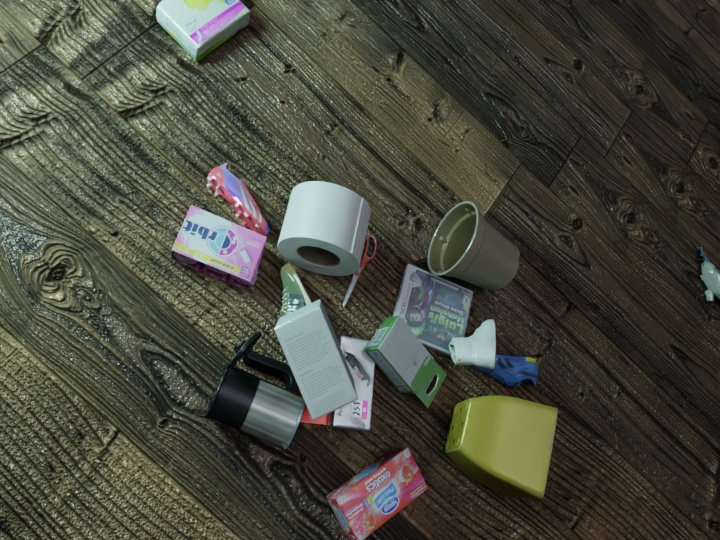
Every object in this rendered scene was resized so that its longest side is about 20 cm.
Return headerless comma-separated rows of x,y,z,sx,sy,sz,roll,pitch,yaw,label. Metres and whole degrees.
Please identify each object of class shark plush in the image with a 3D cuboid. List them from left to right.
1.110,0.023,1.777,0.082,0.091,0.203,0,51,-38,shark plush

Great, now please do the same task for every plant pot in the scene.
0.301,-0.043,1.440,0.180,0.199,0.205,27,66,-21,plant pot
0.310,0.391,1.302,0.195,0.195,0.200,21,68,-2,plant pot

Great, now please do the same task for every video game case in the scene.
0.183,0.103,1.432,0.195,0.023,0.186,22,68,-12,video game case

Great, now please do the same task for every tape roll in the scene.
-0.083,-0.093,1.303,0.197,0.203,0.143,17,67,-13,tape roll

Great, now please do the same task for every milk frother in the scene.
-0.199,0.246,1.160,0.184,0.200,0.184,24,63,-10,milk frother

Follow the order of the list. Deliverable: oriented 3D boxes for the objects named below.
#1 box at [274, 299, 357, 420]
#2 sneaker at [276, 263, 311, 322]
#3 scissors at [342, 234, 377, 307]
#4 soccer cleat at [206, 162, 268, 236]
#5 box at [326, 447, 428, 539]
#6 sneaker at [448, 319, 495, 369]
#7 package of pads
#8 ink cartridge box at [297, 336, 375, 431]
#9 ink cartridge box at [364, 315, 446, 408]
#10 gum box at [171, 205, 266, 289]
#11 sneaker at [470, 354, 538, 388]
-0.093,0.182,1.185,0.104,0.152,0.205,-23,94,-2,box
-0.157,0.089,1.293,0.088,0.067,0.204,-26,78,-15,sneaker
0.000,0.000,1.404,0.071,0.014,0.206,14,68,-17,scissors
-0.280,-0.170,1.336,0.200,0.067,0.077,44,61,1,soccer cleat
0.037,0.483,1.223,0.197,0.095,0.101,-27,84,-24,box
0.276,0.173,1.390,0.112,0.200,0.076,2,107,12,sneaker
-0.403,-0.655,1.438,0.154,0.068,0.201,43,65,-2,package of pads
-0.054,0.254,1.292,0.169,0.044,0.206,11,70,-17,ink cartridge box
0.109,0.218,1.333,0.201,0.059,0.104,50,55,-16,ink cartridge box
-0.316,-0.049,1.281,0.195,0.066,0.116,22,67,-12,gum box
0.366,0.257,1.425,0.194,0.066,0.081,8,75,-17,sneaker
